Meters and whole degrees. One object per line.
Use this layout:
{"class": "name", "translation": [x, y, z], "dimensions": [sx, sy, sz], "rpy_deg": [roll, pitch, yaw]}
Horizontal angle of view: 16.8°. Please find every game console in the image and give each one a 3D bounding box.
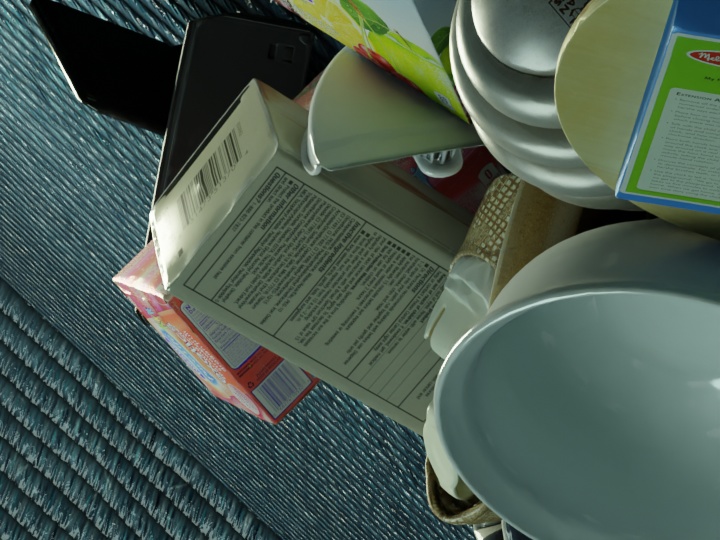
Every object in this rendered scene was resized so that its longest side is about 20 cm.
{"class": "game console", "translation": [-0.130, -0.077, 1.572], "dimensions": [0.200, 0.116, 0.177], "rpy_deg": [-123, 23, -60]}

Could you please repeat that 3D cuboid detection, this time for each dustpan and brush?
{"class": "dustpan and brush", "translation": [0.027, -0.097, 1.238], "dimensions": [0.200, 0.139, 0.057], "rpy_deg": [-108, 11, -50]}

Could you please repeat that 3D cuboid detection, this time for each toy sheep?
{"class": "toy sheep", "translation": [0.094, -0.093, 0.961], "dimensions": [0.138, 0.138, 0.200], "rpy_deg": [35, -177, 34]}

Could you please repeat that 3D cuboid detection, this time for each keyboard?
{"class": "keyboard", "translation": [-0.060, -0.053, 1.473], "dimensions": [0.126, 0.201, 0.021], "rpy_deg": [10, -164, -10]}

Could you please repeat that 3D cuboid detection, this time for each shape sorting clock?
{"class": "shape sorting clock", "translation": [0.168, -0.060, 0.858], "dimensions": [0.199, 0.039, 0.200], "rpy_deg": [8, 155, 4]}

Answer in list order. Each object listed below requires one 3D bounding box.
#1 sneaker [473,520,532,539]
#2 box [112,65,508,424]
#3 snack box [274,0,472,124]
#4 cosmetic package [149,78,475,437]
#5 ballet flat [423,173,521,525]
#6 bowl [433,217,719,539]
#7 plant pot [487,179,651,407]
{"class": "sneaker", "translation": [0.148, 0.167, 1.479], "dimensions": [0.077, 0.146, 0.203], "rpy_deg": [-121, 8, -55]}
{"class": "box", "translation": [-0.028, -0.024, 1.375], "dimensions": [0.103, 0.200, 0.095], "rpy_deg": [49, 166, -23]}
{"class": "snack box", "translation": [-0.011, -0.182, 1.133], "dimensions": [0.168, 0.068, 0.200], "rpy_deg": [35, 162, 38]}
{"class": "cosmetic package", "translation": [0.000, 0.000, 1.274], "dimensions": [0.200, 0.103, 0.087], "rpy_deg": [32, -161, -26]}
{"class": "ballet flat", "translation": [0.064, 0.048, 1.218], "dimensions": [0.070, 0.065, 0.201], "rpy_deg": [30, 131, 41]}
{"class": "bowl", "translation": [0.135, 0.042, 1.011], "dimensions": [0.200, 0.091, 0.202], "rpy_deg": [11, 141, 9]}
{"class": "plant pot", "translation": [0.102, 0.007, 1.136], "dimensions": [0.027, 0.201, 0.200], "rpy_deg": [12, 155, 19]}
